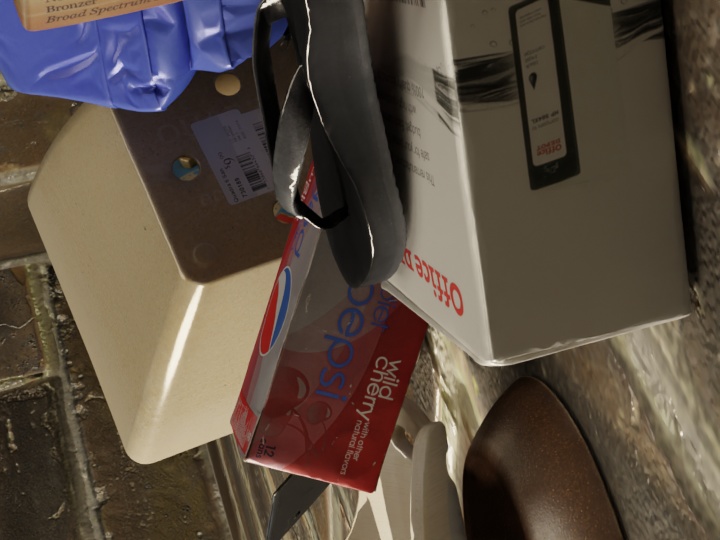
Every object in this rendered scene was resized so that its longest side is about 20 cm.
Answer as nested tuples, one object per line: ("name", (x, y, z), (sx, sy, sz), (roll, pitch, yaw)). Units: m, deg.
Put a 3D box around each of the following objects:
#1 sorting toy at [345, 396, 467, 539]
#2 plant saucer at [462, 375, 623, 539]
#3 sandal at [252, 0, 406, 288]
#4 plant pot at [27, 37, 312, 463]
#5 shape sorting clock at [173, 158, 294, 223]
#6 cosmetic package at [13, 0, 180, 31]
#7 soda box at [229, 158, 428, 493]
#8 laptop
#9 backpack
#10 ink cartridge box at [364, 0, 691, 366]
("sorting toy", (0.025, 0.157, 0.811), (0.200, 0.106, 0.181), (-152, 59, -79))
("plant saucer", (0.088, 0.153, 0.805), (0.200, 0.037, 0.201), (169, 90, -79))
("sandal", (-0.021, -0.067, 0.586), (0.200, 0.043, 0.076), (78, 170, -51))
("plant pot", (-0.071, -0.032, 0.970), (0.200, 0.199, 0.177), (65, 159, 18))
("shape sorting clock", (-0.103, -0.045, 1.148), (0.200, 0.199, 0.039), (-114, 7, -49))
("cosmetic package", (-0.084, -0.180, 0.569), (0.200, 0.103, 0.087), (106, 146, -65))
("soda box", (0.000, 0.000, 0.790), (0.063, 0.070, 0.201), (-137, 64, -73))
("laptop", (-0.034, 0.072, 1.139), (0.187, 0.116, 0.201), (106, 151, -67))
("backpack", (-0.098, -0.192, 0.869), (0.200, 0.167, 0.163), (-64, -19, -49))
("ink cartridge box", (0.048, -0.084, 0.609), (0.146, 0.084, 0.201), (-139, 38, -69))
